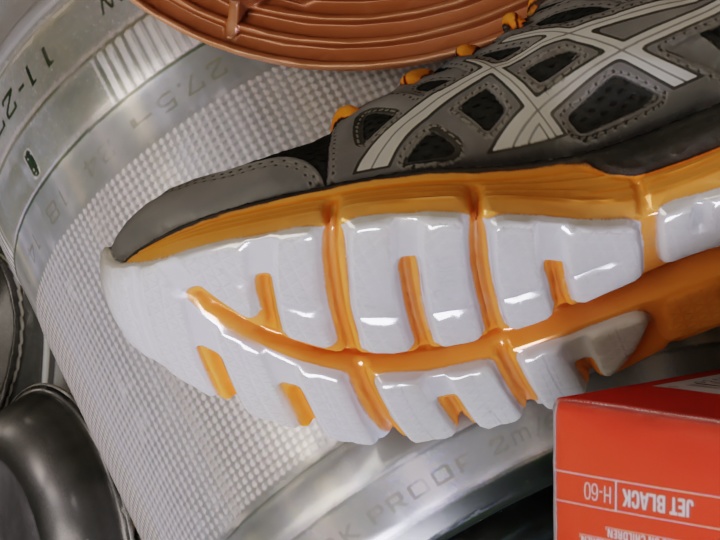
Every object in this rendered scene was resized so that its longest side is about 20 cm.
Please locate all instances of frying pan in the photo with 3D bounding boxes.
[{"bbox_3d":[-0.099,0.131,0.854,0.115,0.031,0.191,5,99,60],"label":"frying pan"}]

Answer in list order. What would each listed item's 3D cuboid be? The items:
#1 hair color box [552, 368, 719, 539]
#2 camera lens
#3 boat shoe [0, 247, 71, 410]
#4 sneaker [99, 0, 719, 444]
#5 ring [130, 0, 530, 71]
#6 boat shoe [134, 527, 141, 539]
[{"bbox_3d":[0.094,0.123,0.579,0.061,0.101,0.201,7,100,45],"label":"hair color box"},{"bbox_3d":[0.000,0.000,0.688,0.160,0.160,0.200,-47,62,39],"label":"camera lens"},{"bbox_3d":[-0.147,0.071,0.926,0.069,0.057,0.200,46,126,33],"label":"boat shoe"},{"bbox_3d":[0.042,-0.023,0.573,0.078,0.200,0.077,80,176,-54],"label":"sneaker"},{"bbox_3d":[0.003,-0.145,0.623,0.200,0.019,0.201,-4,78,18],"label":"ring"},{"bbox_3d":[-0.008,0.127,0.772,0.200,0.073,0.062,44,130,46],"label":"boat shoe"}]
